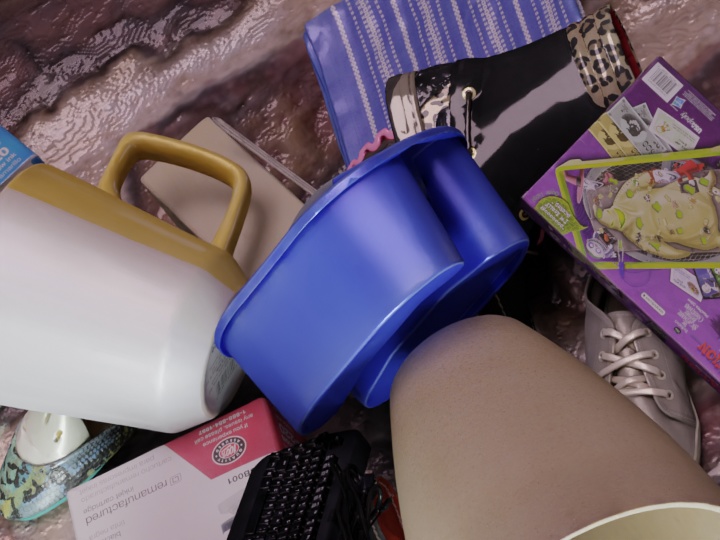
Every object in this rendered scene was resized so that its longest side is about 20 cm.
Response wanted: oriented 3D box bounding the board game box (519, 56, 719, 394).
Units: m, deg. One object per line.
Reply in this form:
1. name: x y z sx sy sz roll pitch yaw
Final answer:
1. board game box: 0.204 -0.014 1.656 0.200 0.032 0.120 44 78 8

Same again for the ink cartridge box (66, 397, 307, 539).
1. ink cartridge box: -0.081 0.197 1.695 0.145 0.085 0.200 -26 52 10

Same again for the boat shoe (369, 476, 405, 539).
1. boat shoe: 0.038 0.197 1.635 0.062 0.071 0.201 -35 53 22

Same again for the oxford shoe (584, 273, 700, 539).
1. oxford shoe: 0.160 0.063 1.676 0.075 0.058 0.201 -6 59 20

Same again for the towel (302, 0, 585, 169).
1. towel: 0.051 -0.158 1.864 0.200 0.024 0.145 -36 52 27

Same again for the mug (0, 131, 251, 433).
1. mug: -0.142 0.010 1.735 0.153 0.149 0.187 17 93 16

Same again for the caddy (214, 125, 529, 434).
1. caddy: 0.000 0.000 1.646 0.105 0.141 0.200 52 127 16

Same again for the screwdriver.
1. screwdriver: -0.017 -0.035 1.803 0.200 0.028 0.029 32 91 11

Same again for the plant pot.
1. plant pot: 0.096 0.124 1.578 0.187 0.187 0.200 -33 49 4

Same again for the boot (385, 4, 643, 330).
1. boot: 0.114 -0.047 1.721 0.153 0.073 0.204 -21 82 13

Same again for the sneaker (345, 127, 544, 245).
1. sneaker: 0.080 -0.054 1.797 0.199 0.079 0.096 -20 62 17

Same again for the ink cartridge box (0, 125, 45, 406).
1. ink cartridge box: -0.286 -0.034 1.922 0.145 0.147 0.200 -46 50 -8

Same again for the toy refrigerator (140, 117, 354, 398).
1. toy refrigerator: -0.050 -0.012 1.828 0.070 0.076 0.200 -44 48 -5

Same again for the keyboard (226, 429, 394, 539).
1. keyboard: -0.035 0.135 1.578 0.104 0.040 0.200 -16 25 16

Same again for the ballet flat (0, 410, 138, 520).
1. ballet flat: -0.168 0.077 1.835 0.200 0.074 0.074 -41 49 -3
